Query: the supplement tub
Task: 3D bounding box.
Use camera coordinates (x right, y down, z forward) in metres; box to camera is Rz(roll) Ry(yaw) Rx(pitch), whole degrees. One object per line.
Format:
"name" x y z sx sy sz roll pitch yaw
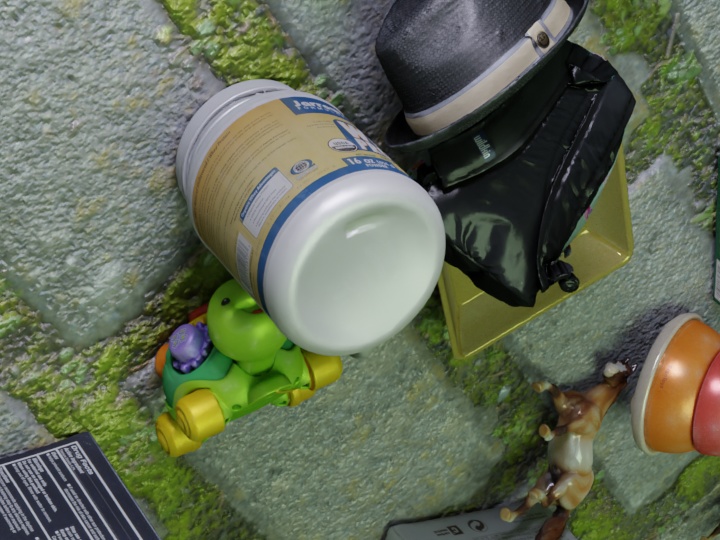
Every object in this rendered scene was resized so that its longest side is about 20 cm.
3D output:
"supplement tub" -0.042 -0.045 1.514 0.143 0.200 0.146 -17 127 -24

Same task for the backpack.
"backpack" 0.123 -0.092 1.629 0.166 0.126 0.201 36 79 -21

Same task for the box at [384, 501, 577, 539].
"box" 0.132 0.360 2.009 0.197 0.200 0.173 -6 126 -35

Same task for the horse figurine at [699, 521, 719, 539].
"horse figurine" 0.435 0.237 2.245 0.132 0.050 0.202 -18 128 -49

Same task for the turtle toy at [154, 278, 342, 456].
"turtle toy" -0.097 0.068 1.629 0.145 0.102 0.200 -22 173 -22

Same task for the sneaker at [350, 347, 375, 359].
"sneaker" 0.000 0.000 1.628 0.073 0.200 0.112 44 87 -14

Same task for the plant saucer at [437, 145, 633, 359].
"plant saucer" 0.139 -0.043 1.783 0.199 0.048 0.201 -30 138 -15

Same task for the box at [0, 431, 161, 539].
"box" -0.263 0.255 1.610 0.197 0.200 0.124 -15 133 -27

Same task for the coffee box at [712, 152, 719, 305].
"coffee box" 0.402 -0.054 1.981 0.122 0.044 0.201 -25 136 -19

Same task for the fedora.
"fedora" 0.077 -0.184 1.558 0.200 0.201 0.092 -40 106 -3

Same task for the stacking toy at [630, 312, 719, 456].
"stacking toy" 0.374 0.137 1.985 0.146 0.199 0.147 -39 139 -44

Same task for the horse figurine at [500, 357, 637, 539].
"horse figurine" 0.197 0.181 1.986 0.132 0.050 0.202 -1 105 -54
